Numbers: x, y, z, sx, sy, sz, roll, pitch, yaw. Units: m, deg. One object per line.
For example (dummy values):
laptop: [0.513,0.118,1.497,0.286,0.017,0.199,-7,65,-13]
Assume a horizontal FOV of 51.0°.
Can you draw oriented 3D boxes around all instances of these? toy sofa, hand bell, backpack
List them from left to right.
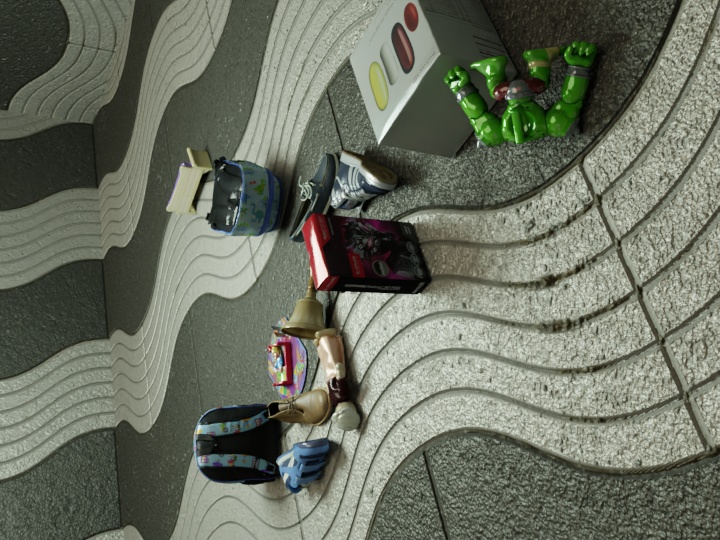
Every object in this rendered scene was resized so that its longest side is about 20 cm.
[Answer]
toy sofa: [-0.527,-0.268,2.287,0.201,0.097,0.083,-60,40,38]
backpack: [-0.293,0.399,1.720,0.134,0.199,0.184,-27,65,55]
backpack: [-0.266,-0.168,1.789,0.200,0.146,0.184,21,104,62]
hand bell: [-0.101,0.035,1.571,0.104,0.104,0.201,-22,57,56]

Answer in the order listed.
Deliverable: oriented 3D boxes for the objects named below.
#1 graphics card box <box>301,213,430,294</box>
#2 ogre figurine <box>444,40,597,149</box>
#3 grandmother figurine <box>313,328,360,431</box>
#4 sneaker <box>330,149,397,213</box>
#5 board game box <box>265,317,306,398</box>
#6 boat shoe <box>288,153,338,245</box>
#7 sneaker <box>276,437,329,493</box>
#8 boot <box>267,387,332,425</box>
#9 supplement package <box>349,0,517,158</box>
graphics card box: [0.010,-0.025,1.259,0.051,0.199,0.126,-51,45,44]
ogre figurine: [0.216,-0.232,1.019,0.098,0.198,0.121,-44,-52,-79]
grandmother figurine: [-0.044,0.215,1.469,0.121,0.060,0.201,93,162,-63]
sneaker: [0.003,-0.149,1.408,0.200,0.070,0.109,46,121,59]
board game box: [-0.185,0.208,1.714,0.200,0.039,0.159,51,129,49]
boat shoe: [-0.100,-0.152,1.582,0.075,0.061,0.201,40,114,62]
sneaker: [-0.110,0.396,1.543,0.200,0.073,0.083,127,135,-53]
boot: [-0.128,0.288,1.577,0.200,0.075,0.074,-28,61,51]
supplement package: [0.105,-0.321,1.183,0.191,0.146,0.201,-52,44,43]
